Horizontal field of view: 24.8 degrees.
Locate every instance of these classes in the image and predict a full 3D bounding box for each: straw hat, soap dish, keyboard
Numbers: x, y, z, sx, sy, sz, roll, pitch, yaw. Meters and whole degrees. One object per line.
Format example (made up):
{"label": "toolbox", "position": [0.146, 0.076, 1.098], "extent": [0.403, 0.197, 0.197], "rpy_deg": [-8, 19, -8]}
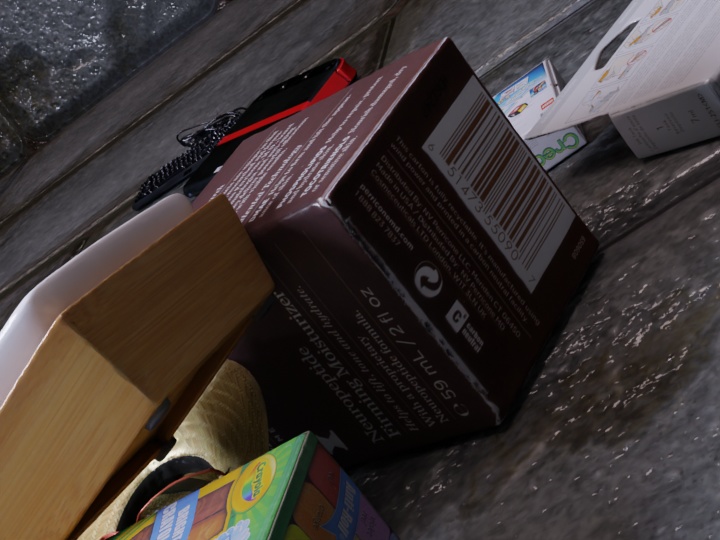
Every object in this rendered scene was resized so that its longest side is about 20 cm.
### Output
{"label": "straw hat", "position": [-0.098, 0.155, 0.925], "extent": [0.200, 0.085, 0.202], "rpy_deg": [-29, 38, 25]}
{"label": "soap dish", "position": [-0.128, 0.057, 0.816], "extent": [0.158, 0.081, 0.200], "rpy_deg": [-54, -2, 24]}
{"label": "keyboard", "position": [-0.206, -0.152, 2.010], "extent": [0.199, 0.040, 0.104], "rpy_deg": [-30, 20, 27]}

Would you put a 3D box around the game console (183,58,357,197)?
{"label": "game console", "position": [-0.100, -0.157, 1.828], "extent": [0.199, 0.031, 0.177], "rpy_deg": [-15, 34, 55]}

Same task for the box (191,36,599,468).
{"label": "box", "position": [0.000, 0.000, 0.969], "extent": [0.199, 0.166, 0.165], "rpy_deg": [-23, 24, 44]}

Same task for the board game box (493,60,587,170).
{"label": "board game box", "position": [0.073, -0.071, 1.222], "extent": [0.199, 0.035, 0.127], "rpy_deg": [-35, 18, 15]}

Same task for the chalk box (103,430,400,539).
{"label": "chalk box", "position": [-0.040, 0.167, 0.703], "extent": [0.199, 0.124, 0.125], "rpy_deg": [-31, 18, 26]}

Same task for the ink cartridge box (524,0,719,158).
{"label": "ink cartridge box", "position": [0.223, -0.151, 1.094], "extent": [0.173, 0.044, 0.200], "rpy_deg": [-16, 29, 54]}
